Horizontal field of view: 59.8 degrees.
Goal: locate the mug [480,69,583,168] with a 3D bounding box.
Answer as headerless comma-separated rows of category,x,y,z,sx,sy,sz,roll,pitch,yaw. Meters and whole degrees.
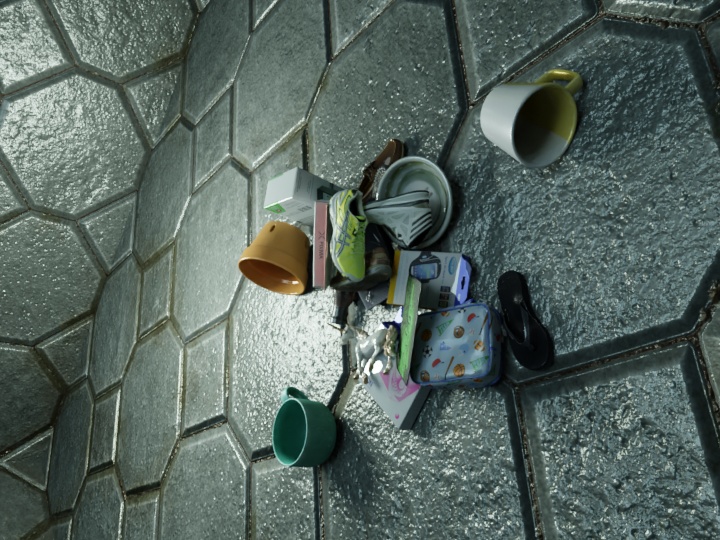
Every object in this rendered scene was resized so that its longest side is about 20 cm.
mug,0.321,-0.293,1.198,0.153,0.182,0.153,-137,36,-57

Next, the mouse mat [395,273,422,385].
mouse mat,0.096,0.114,1.264,0.161,0.007,0.206,-128,44,-82

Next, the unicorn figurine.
unicorn figurine,0.015,0.174,1.394,0.197,0.074,0.140,-18,52,33

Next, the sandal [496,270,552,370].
sandal,0.290,0.093,1.151,0.076,0.042,0.204,-42,48,35

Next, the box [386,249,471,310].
box,0.151,0.023,1.332,0.196,0.041,0.122,5,82,38

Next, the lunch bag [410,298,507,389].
lunch bag,0.187,0.144,1.217,0.196,0.075,0.165,-13,63,36

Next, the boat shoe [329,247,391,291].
boat shoe,0.000,0.000,1.433,0.198,0.075,0.074,-21,65,45

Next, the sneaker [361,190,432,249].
sneaker,0.068,-0.099,1.374,0.197,0.075,0.119,-11,88,34

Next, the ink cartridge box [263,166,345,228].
ink cartridge box,-0.133,-0.182,1.647,0.144,0.197,0.086,-11,66,48

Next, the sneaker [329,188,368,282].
sneaker,-0.021,-0.078,1.346,0.076,0.074,0.206,-19,78,50

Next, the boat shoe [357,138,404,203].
boat shoe,0.043,-0.234,1.550,0.072,0.067,0.203,47,114,47

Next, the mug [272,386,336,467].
mug,-0.127,0.378,1.518,0.150,0.113,0.190,-15,66,48

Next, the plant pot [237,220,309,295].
plant pot,-0.224,-0.041,1.738,0.198,0.199,0.143,-13,50,48

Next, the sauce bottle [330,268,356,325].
sauce bottle,-0.035,0.034,1.560,0.065,0.065,0.206,4,81,51

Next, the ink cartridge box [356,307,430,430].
ink cartridge box,0.086,0.205,1.370,0.196,0.043,0.204,41,112,50

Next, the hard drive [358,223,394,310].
hard drive,0.026,-0.024,1.475,0.134,0.042,0.204,-34,74,40

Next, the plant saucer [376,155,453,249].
plant saucer,0.127,-0.152,1.402,0.196,0.050,0.206,5,99,35

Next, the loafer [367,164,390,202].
loafer,0.058,-0.155,1.507,0.074,0.069,0.203,57,138,41

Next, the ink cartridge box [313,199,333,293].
ink cartridge box,-0.090,-0.060,1.470,0.174,0.042,0.206,-62,-25,-81
